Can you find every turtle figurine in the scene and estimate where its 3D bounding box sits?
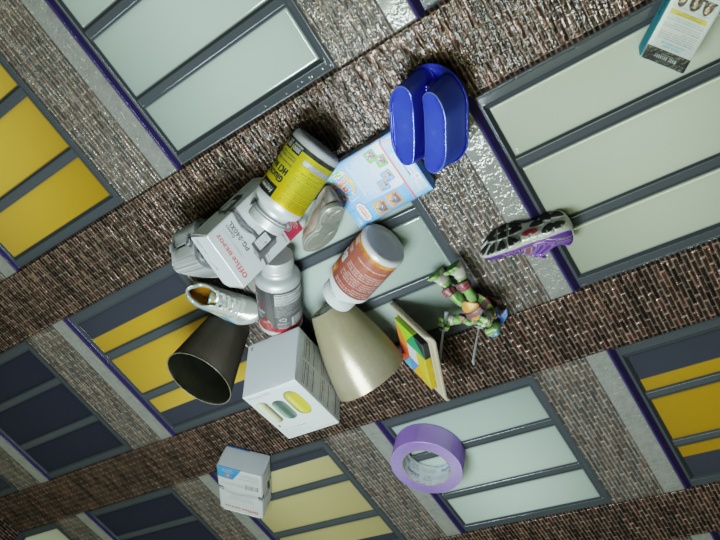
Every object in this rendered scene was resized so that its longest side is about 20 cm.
[{"bbox_3d":[0.216,0.094,1.599,0.198,0.144,0.196,-35,96,-1],"label":"turtle figurine"}]

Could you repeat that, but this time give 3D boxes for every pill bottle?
[{"bbox_3d":[-0.192,0.046,1.726,0.108,0.112,0.204,9,127,10],"label":"pill bottle"},{"bbox_3d":[0.000,0.000,1.632,0.111,0.113,0.200,35,127,-10],"label":"pill bottle"},{"bbox_3d":[-0.141,-0.176,1.501,0.111,0.113,0.202,34,100,-11],"label":"pill bottle"}]

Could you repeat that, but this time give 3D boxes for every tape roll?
[{"bbox_3d":[0.182,0.508,1.979,0.195,0.066,0.204,9,127,12],"label":"tape roll"}]

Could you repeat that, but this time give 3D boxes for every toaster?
[{"bbox_3d":[-0.337,-0.045,1.675,0.127,0.198,0.117,-12,77,38],"label":"toaster"}]

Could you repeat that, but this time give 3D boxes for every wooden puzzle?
[{"bbox_3d":[0.133,0.190,1.703,0.037,0.185,0.203,-29,124,-14],"label":"wooden puzzle"}]

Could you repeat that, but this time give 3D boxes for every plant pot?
[{"bbox_3d":[-0.027,0.171,1.740,0.185,0.187,0.202,-28,101,32],"label":"plant pot"}]

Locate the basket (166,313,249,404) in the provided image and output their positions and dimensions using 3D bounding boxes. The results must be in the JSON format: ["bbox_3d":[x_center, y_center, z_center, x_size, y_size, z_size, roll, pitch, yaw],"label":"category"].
[{"bbox_3d":[-0.363,0.202,1.836,0.180,0.202,0.136,41,127,-14],"label":"basket"}]

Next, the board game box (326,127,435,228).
[{"bbox_3d":[0.035,-0.192,1.529,0.197,0.037,0.152,-26,115,30],"label":"board game box"}]

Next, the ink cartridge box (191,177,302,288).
[{"bbox_3d":[-0.243,-0.081,1.585,0.083,0.200,0.147,5,135,52],"label":"ink cartridge box"}]

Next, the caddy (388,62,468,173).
[{"bbox_3d":[0.134,-0.286,1.391,0.139,0.105,0.204,22,133,32],"label":"caddy"}]

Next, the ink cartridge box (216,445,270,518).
[{"bbox_3d":[-0.350,0.642,2.228,0.143,0.087,0.203,11,129,9],"label":"ink cartridge box"}]

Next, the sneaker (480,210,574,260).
[{"bbox_3d":[0.343,-0.051,1.514,0.196,0.082,0.084,-14,126,25],"label":"sneaker"}]

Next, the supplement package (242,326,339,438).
[{"bbox_3d":[-0.160,0.271,1.750,0.149,0.153,0.201,-21,133,20],"label":"supplement package"}]

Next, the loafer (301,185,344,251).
[{"bbox_3d":[-0.084,-0.112,1.606,0.070,0.064,0.200,-8,157,-25],"label":"loafer"}]

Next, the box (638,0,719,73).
[{"bbox_3d":[0.537,-0.432,1.190,0.081,0.050,0.202,21,129,1],"label":"box"}]

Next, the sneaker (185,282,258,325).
[{"bbox_3d":[-0.337,0.082,1.804,0.195,0.078,0.081,14,172,5],"label":"sneaker"}]
